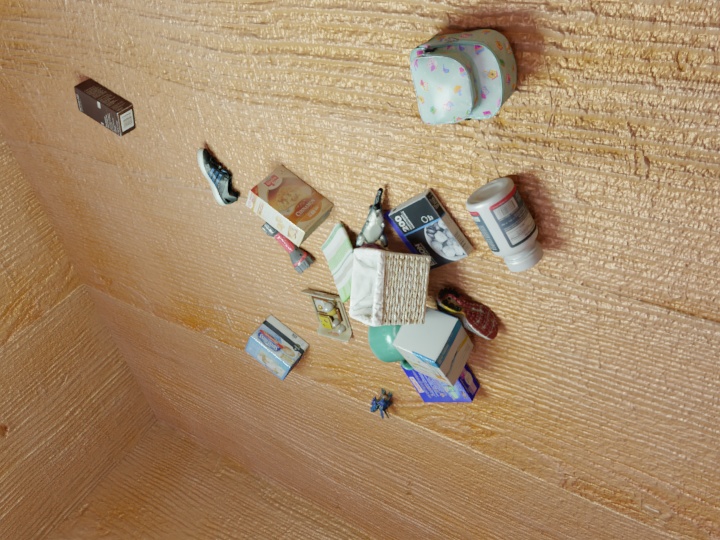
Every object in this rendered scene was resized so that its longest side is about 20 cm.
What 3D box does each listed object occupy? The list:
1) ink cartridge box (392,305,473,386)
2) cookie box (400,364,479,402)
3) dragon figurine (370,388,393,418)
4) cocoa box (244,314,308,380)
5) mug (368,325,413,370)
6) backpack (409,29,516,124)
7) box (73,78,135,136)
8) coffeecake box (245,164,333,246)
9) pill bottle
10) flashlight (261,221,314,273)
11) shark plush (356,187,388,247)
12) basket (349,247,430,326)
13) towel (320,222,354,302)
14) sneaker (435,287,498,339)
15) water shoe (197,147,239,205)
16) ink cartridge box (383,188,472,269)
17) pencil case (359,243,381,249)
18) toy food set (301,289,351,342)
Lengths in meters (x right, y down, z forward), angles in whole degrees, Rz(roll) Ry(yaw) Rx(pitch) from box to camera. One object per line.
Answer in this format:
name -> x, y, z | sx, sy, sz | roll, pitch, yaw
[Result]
ink cartridge box -> 0.213, 0.215, 1.724 | 0.147, 0.145, 0.200 | 20, 161, 34
cookie box -> 0.253, 0.337, 1.921 | 0.199, 0.075, 0.172 | -13, 118, 45
dragon figurine -> 0.074, 0.505, 2.212 | 0.059, 0.100, 0.201 | 25, 139, 20
cocoa box -> -0.326, 0.300, 2.327 | 0.200, 0.131, 0.134 | 38, 142, 4
mug -> 0.127, 0.208, 1.854 | 0.184, 0.153, 0.114 | 29, 148, -34
backpack -> 0.207, -0.388, 1.214 | 0.199, 0.153, 0.177 | 1, 122, 31
box -> -0.858, -0.548, 2.015 | 0.199, 0.075, 0.100 | 32, 141, 14
coffeecake box -> -0.205, -0.190, 1.740 | 0.200, 0.154, 0.073 | 37, 141, 4
pill bottle -> 0.341, -0.102, 1.395 | 0.119, 0.120, 0.201 | -13, 117, 46
flashlight -> -0.239, -0.081, 1.942 | 0.200, 0.068, 0.068 | 48, 142, -10
shark plush -> 0.026, -0.144, 1.656 | 0.090, 0.084, 0.201 | -7, 139, -3
basket -> 0.076, 0.045, 1.622 | 0.198, 0.160, 0.202 | -171, 86, -70
towel -> -0.057, -0.022, 1.792 | 0.149, 0.030, 0.201 | -53, 51, 52
sneaker -> 0.301, 0.125, 1.694 | 0.200, 0.078, 0.082 | 37, 157, 10
water shoe -> -0.451, -0.308, 1.922 | 0.078, 0.072, 0.201 | -13, 120, 14
ink cartridge box -> 0.169, -0.097, 1.606 | 0.198, 0.043, 0.200 | 51, 142, -12
pencil case -> 0.000, 0.000, 1.806 | 0.087, 0.088, 0.200 | 40, 143, 1
toy food set -> -0.120, 0.157, 2.075 | 0.143, 0.060, 0.201 | 10, 132, 33
